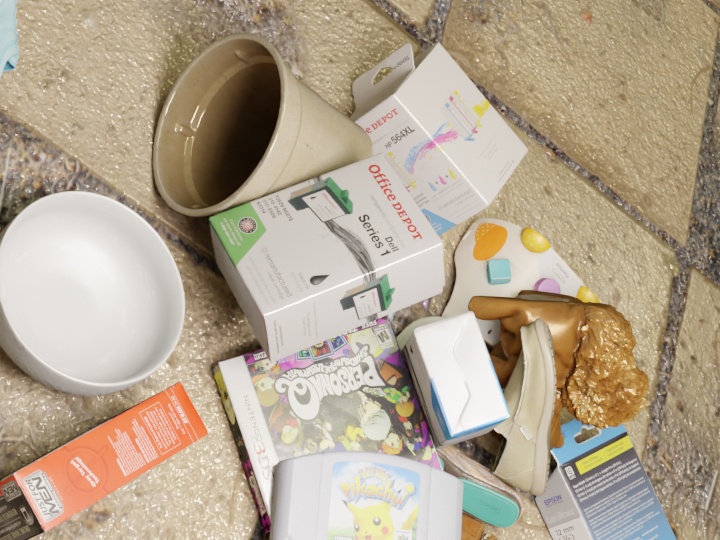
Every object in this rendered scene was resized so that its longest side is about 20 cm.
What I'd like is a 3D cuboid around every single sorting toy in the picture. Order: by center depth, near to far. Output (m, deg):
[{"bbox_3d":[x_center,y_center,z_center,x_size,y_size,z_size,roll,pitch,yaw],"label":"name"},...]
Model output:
[{"bbox_3d":[0.181,0.062,1.799,0.200,0.107,0.180,46,67,-14],"label":"sorting toy"}]

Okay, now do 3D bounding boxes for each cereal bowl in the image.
[{"bbox_3d":[-0.273,0.029,1.419,0.199,0.083,0.201,19,59,-34],"label":"cereal bowl"}]

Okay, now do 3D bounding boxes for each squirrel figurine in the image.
[{"bbox_3d":[0.222,0.126,1.672,0.141,0.199,0.188,-7,102,-64],"label":"squirrel figurine"}]

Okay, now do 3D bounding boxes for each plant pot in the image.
[{"bbox_3d":[-0.090,-0.126,1.593,0.183,0.200,0.202,23,55,-44],"label":"plant pot"}]

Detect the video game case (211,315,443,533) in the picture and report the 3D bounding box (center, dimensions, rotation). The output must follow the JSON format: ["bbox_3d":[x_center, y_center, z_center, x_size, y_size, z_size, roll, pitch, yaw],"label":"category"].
[{"bbox_3d":[-0.034,0.156,1.546,0.199,0.036,0.182,-15,79,-21],"label":"video game case"}]

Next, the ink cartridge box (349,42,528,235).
[{"bbox_3d":[0.075,-0.161,1.775,0.200,0.128,0.125,47,47,-11],"label":"ink cartridge box"}]

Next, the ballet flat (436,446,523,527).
[{"bbox_3d":[0.090,0.223,1.647,0.199,0.068,0.067,32,22,-10],"label":"ballet flat"}]

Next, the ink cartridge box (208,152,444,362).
[{"bbox_3d":[-0.032,-0.016,1.493,0.199,0.085,0.146,-23,54,-15],"label":"ink cartridge box"}]

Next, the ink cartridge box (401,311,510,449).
[{"bbox_3d":[0.094,0.122,1.562,0.067,0.200,0.117,-18,79,-7],"label":"ink cartridge box"}]

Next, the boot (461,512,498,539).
[{"bbox_3d":[0.074,0.301,1.594,0.200,0.077,0.155,41,41,-4],"label":"boot"}]

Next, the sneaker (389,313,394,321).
[{"bbox_3d":[-0.005,-0.014,1.682,0.080,0.077,0.201,8,60,-25],"label":"sneaker"}]

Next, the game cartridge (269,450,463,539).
[{"bbox_3d":[0.009,0.251,1.495,0.199,0.040,0.134,9,70,-16],"label":"game cartridge"}]

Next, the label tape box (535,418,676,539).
[{"bbox_3d":[0.287,0.278,1.789,0.143,0.066,0.201,-17,78,-44],"label":"label tape box"}]

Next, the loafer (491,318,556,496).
[{"bbox_3d":[0.175,0.149,1.597,0.076,0.068,0.201,-69,161,-73],"label":"loafer"}]

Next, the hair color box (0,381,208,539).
[{"bbox_3d":[-0.247,0.179,1.358,0.200,0.101,0.061,-30,90,-45],"label":"hair color box"}]

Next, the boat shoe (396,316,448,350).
[{"bbox_3d":[0.055,0.110,1.678,0.200,0.062,0.073,-26,70,-46],"label":"boat shoe"}]

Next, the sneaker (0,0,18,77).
[{"bbox_3d":[-0.376,-0.243,1.487,0.082,0.074,0.201,61,31,-43],"label":"sneaker"}]
